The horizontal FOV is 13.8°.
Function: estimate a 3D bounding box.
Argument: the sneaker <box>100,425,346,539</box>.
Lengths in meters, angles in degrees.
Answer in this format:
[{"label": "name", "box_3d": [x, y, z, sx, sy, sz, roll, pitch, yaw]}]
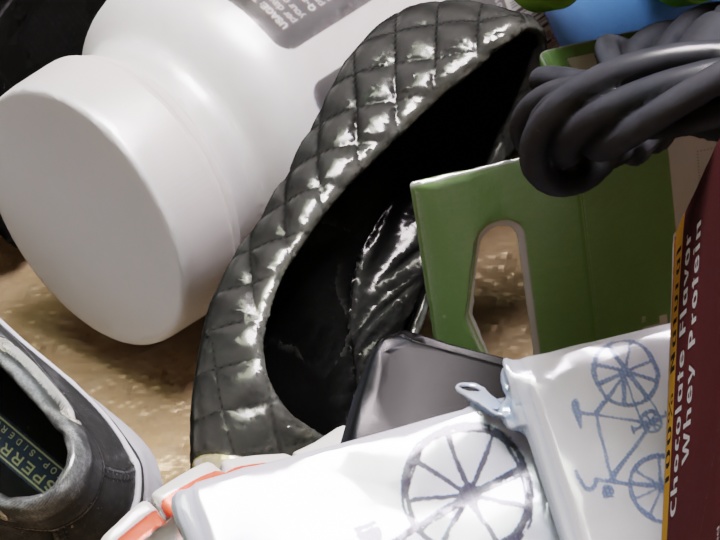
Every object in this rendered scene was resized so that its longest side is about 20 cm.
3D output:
[{"label": "sneaker", "box_3d": [-0.007, 0.093, 0.817, 0.200, 0.077, 0.082, -33, 49, -30]}]

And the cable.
[{"label": "cable", "box_3d": [0.121, -0.050, 0.791, 0.163, 0.051, 0.200, -13, 7, 6]}]

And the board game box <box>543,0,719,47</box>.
[{"label": "board game box", "box_3d": [0.126, -0.100, 1.034, 0.200, 0.158, 0.039, -40, 8, -37]}]

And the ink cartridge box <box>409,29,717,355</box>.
[{"label": "ink cartridge box", "box_3d": [0.111, -0.021, 0.924, 0.200, 0.104, 0.059, -14, 35, -7]}]

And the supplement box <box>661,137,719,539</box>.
[{"label": "supplement box", "box_3d": [0.142, 0.057, 0.644, 0.133, 0.200, 0.197, 5, 72, -1]}]

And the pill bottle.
[{"label": "pill bottle", "box_3d": [-0.021, -0.064, 1.001, 0.116, 0.116, 0.200, 24, 46, 38]}]

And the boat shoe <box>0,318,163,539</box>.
[{"label": "boat shoe", "box_3d": [-0.148, 0.026, 0.908, 0.199, 0.068, 0.074, 39, 85, 31]}]

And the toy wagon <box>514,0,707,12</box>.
[{"label": "toy wagon", "box_3d": [0.113, -0.106, 0.891, 0.200, 0.040, 0.155, -7, 1, -44]}]

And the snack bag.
[{"label": "snack bag", "box_3d": [0.065, 0.106, 0.749, 0.200, 0.021, 0.189, -14, 66, -8]}]

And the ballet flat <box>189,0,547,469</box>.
[{"label": "ballet flat", "box_3d": [0.000, 0.000, 0.901, 0.057, 0.066, 0.200, -8, 54, 50]}]

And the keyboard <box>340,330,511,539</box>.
[{"label": "keyboard", "box_3d": [0.086, 0.088, 0.805, 0.200, 0.040, 0.104, 16, 51, 2]}]

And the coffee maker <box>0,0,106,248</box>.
[{"label": "coffee maker", "box_3d": [-0.180, -0.098, 1.069, 0.200, 0.135, 0.192, 21, 45, 36]}]
